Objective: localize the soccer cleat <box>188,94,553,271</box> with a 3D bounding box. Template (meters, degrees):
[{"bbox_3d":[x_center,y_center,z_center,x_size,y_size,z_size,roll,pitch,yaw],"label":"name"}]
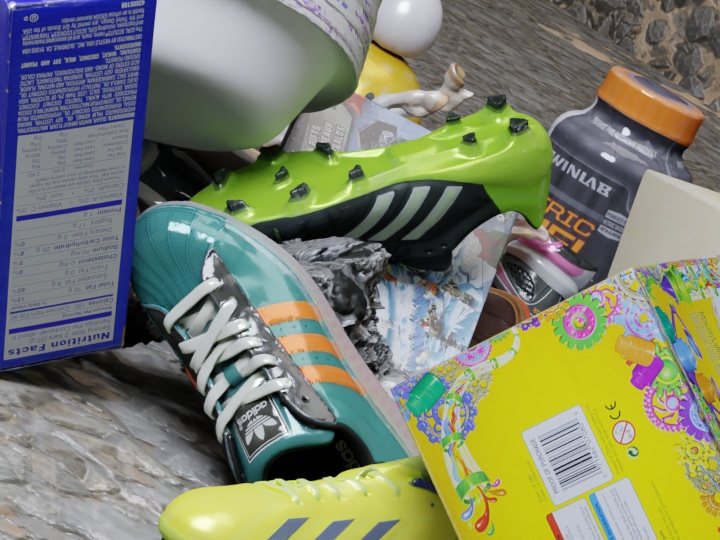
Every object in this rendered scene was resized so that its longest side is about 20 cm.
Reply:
[{"bbox_3d":[0.007,-0.031,1.417,0.199,0.081,0.068,-13,34,-10],"label":"soccer cleat"}]

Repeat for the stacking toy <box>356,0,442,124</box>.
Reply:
[{"bbox_3d":[-0.011,-0.098,1.711,0.146,0.201,0.146,26,12,-6],"label":"stacking toy"}]

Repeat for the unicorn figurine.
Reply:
[{"bbox_3d":[0.015,-0.071,1.616,0.200,0.137,0.074,57,30,-13],"label":"unicorn figurine"}]

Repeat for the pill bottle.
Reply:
[{"bbox_3d":[0.152,-0.034,1.800,0.106,0.201,0.106,26,12,-6],"label":"pill bottle"}]

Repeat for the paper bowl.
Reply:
[{"bbox_3d":[-0.094,-0.133,1.394,0.200,0.105,0.201,15,-17,5],"label":"paper bowl"}]

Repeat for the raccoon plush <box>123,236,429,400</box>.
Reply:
[{"bbox_3d":[-0.050,0.060,1.356,0.199,0.135,0.097,-4,13,19],"label":"raccoon plush"}]

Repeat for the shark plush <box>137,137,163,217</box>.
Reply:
[{"bbox_3d":[-0.174,-0.010,1.421,0.083,0.091,0.200,12,29,17],"label":"shark plush"}]

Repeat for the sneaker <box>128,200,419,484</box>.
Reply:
[{"bbox_3d":[-0.042,0.053,1.255,0.200,0.071,0.080,48,23,-2],"label":"sneaker"}]

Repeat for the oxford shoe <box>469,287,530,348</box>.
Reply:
[{"bbox_3d":[0.059,0.050,1.581,0.072,0.071,0.200,17,14,-16],"label":"oxford shoe"}]

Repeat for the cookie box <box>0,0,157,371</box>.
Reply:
[{"bbox_3d":[-0.162,-0.084,1.266,0.075,0.201,0.171,-8,39,-23],"label":"cookie box"}]

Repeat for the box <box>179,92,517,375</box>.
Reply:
[{"bbox_3d":[0.000,0.000,1.460,0.137,0.040,0.200,28,51,-5],"label":"box"}]

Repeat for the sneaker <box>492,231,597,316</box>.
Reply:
[{"bbox_3d":[0.057,0.007,1.730,0.080,0.087,0.200,38,-13,-28],"label":"sneaker"}]

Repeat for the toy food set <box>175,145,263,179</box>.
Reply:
[{"bbox_3d":[-0.041,-0.047,1.589,0.200,0.061,0.144,32,-22,-2],"label":"toy food set"}]

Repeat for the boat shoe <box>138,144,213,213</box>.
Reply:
[{"bbox_3d":[-0.159,-0.070,1.554,0.200,0.076,0.060,42,45,14],"label":"boat shoe"}]

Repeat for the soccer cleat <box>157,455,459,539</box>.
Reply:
[{"bbox_3d":[-0.005,0.109,1.168,0.200,0.084,0.065,16,16,-44],"label":"soccer cleat"}]

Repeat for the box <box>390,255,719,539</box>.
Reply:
[{"bbox_3d":[0.136,0.109,1.178,0.201,0.122,0.193,66,21,8],"label":"box"}]

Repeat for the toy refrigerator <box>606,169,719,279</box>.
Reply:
[{"bbox_3d":[0.190,0.004,1.407,0.070,0.076,0.200,18,6,-9],"label":"toy refrigerator"}]
